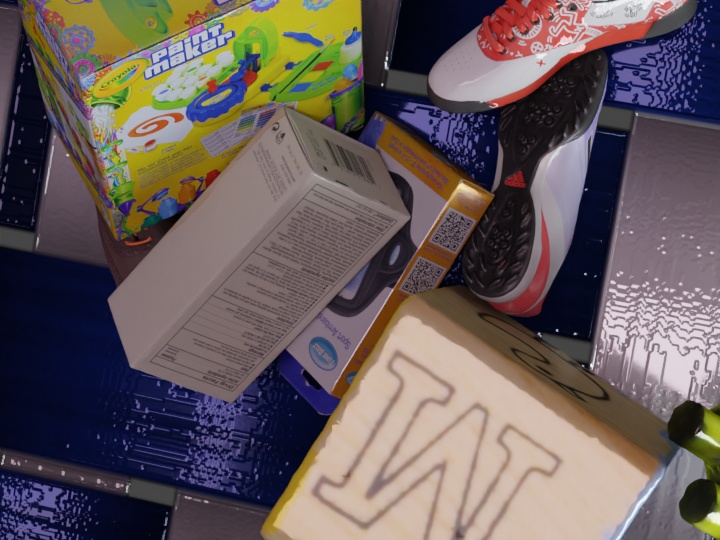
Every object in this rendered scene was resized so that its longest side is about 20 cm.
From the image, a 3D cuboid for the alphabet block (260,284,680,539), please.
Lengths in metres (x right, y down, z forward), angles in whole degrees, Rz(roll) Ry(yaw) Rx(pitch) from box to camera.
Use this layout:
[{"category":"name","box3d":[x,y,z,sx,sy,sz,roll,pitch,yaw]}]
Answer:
[{"category":"alphabet block","box3d":[0.081,0.145,1.389,0.199,0.195,0.197,34,97,10]}]

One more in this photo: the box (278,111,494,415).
[{"category":"box","box3d":[0.000,0.000,1.451,0.201,0.041,0.119,-57,42,8]}]

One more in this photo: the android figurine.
[{"category":"android figurine","box3d":[0.281,0.162,1.349,0.199,0.183,0.041,31,129,-30]}]

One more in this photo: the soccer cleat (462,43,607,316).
[{"category":"soccer cleat","box3d":[0.130,-0.065,1.442,0.068,0.073,0.201,12,77,32]}]

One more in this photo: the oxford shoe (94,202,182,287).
[{"category":"oxford shoe","box3d":[-0.169,-0.039,1.505,0.071,0.073,0.201,-16,88,13]}]

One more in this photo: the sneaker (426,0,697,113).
[{"category":"sneaker","box3d":[0.127,-0.187,1.394,0.200,0.108,0.068,-21,51,4]}]

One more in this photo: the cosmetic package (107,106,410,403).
[{"category":"cosmetic package","box3d":[-0.072,-0.008,1.425,0.200,0.103,0.073,-44,47,22]}]

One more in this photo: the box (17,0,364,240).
[{"category":"box","box3d":[-0.111,-0.154,1.379,0.199,0.193,0.122,-25,62,-14]}]
